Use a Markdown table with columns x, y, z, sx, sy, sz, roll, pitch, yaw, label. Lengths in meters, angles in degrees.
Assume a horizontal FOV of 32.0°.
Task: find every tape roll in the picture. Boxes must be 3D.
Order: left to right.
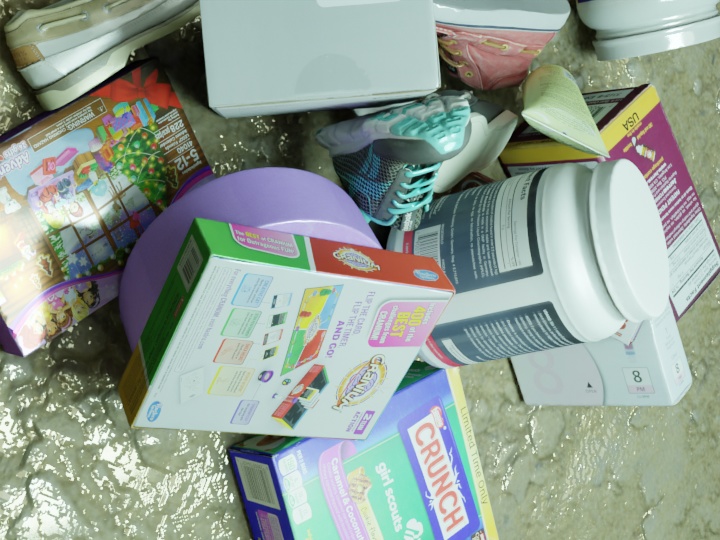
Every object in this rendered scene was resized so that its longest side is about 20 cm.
| x | y | z | sx | sy | sz | roll | pitch | yaw | label |
| --- | --- | --- | --- | --- | --- | --- | --- | --- | --- |
| -0.074 | 0.025 | 0.924 | 0.198 | 0.066 | 0.202 | -16 | 135 | -17 | tape roll |

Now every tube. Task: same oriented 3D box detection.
| x | y | z | sx | sy | sz | roll | pitch | yaw | label |
| --- | --- | --- | --- | --- | --- | --- | --- | --- | --- |
| 0.163 | -0.133 | 1.052 | 0.057 | 0.200 | 0.053 | -15 | 106 | 8 | tube |

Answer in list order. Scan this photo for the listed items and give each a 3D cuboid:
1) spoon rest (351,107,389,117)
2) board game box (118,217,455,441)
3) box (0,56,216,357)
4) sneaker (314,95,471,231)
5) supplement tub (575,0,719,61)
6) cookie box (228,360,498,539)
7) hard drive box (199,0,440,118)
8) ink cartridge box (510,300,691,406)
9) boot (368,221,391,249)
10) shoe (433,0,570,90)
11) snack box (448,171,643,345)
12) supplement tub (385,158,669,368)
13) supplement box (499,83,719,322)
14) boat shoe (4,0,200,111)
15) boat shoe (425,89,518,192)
| x | y | z | sx | sy | sz | roll | pitch | yaw | label |
| --- | --- | --- | --- | --- | --- | --- | --- | --- | --- |
| 0.003 | -0.146 | 1.046 | 0.098 | 0.060 | 0.203 | -11 | 99 | -36 | spoon rest |
| -0.051 | 0.049 | 0.881 | 0.198 | 0.040 | 0.154 | 9 | 124 | -34 | board game box |
| -0.201 | -0.050 | 0.909 | 0.199 | 0.039 | 0.138 | -37 | 113 | -30 | box |
| 0.033 | -0.075 | 0.920 | 0.077 | 0.200 | 0.092 | -19 | 98 | -17 | sneaker |
| 0.267 | -0.311 | 1.186 | 0.144 | 0.145 | 0.203 | -19 | 102 | -34 | supplement tub |
| 0.008 | 0.189 | 1.051 | 0.199 | 0.075 | 0.173 | -23 | 104 | -35 | cookie box |
| -0.032 | -0.155 | 0.903 | 0.154 | 0.200 | 0.078 | -5 | 96 | -4 | hard drive box |
| 0.196 | 0.026 | 1.132 | 0.057 | 0.161 | 0.202 | -39 | 114 | -41 | ink cartridge box |
| 0.000 | 0.000 | 1.052 | 0.200 | 0.075 | 0.074 | 37 | 41 | -44 | boot |
| 0.084 | -0.205 | 1.076 | 0.198 | 0.091 | 0.072 | -2 | 48 | -34 | shoe |
| 0.161 | -0.014 | 1.089 | 0.024 | 0.198 | 0.073 | -16 | 131 | -65 | snack box |
| 0.132 | -0.005 | 1.005 | 0.140 | 0.198 | 0.142 | 30 | 54 | -51 | supplement tub |
| 0.237 | -0.060 | 1.180 | 0.103 | 0.130 | 0.202 | -41 | 115 | -29 | supplement box |
| -0.165 | -0.199 | 0.907 | 0.200 | 0.074 | 0.069 | -41 | 113 | -23 | boat shoe |
| 0.074 | -0.116 | 1.056 | 0.073 | 0.061 | 0.200 | -61 | 164 | 22 | boat shoe |
